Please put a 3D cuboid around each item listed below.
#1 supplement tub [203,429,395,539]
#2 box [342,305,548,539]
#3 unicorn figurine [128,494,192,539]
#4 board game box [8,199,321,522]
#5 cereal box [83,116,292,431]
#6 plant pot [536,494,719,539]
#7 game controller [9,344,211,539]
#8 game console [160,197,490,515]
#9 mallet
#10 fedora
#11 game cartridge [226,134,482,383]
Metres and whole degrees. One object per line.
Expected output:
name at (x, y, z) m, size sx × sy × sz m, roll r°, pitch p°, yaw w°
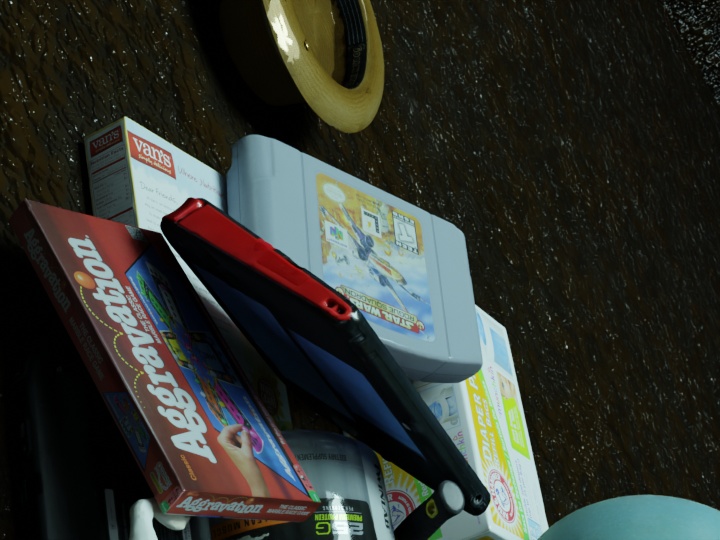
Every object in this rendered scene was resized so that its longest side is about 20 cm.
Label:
supplement tub at (-0.032, 0.199, 0.861) m, size 0.122 × 0.122 × 0.201 m, roll 32°, pitch 40°, yaw -54°
box at (0.057, 0.127, 1.152) m, size 0.112 × 0.101 × 0.201 m, roll 35°, pitch 38°, yaw -51°
unicorn figurine at (-0.097, 0.163, 0.713) m, size 0.200 × 0.074 × 0.137 m, roll 34°, pitch 18°, yaw 3°
board game box at (-0.103, 0.045, 0.822) m, size 0.103 × 0.019 × 0.200 m, roll 13°, pitch 35°, yaw -50°
cereal box at (-0.104, 0.020, 0.977) m, size 0.144 × 0.039 × 0.201 m, roll 31°, pitch 41°, yaw -53°
plant pot at (0.190, 0.267, 1.030) m, size 0.201 × 0.199 × 0.135 m, roll 61°, pitch 17°, yaw -13°
game controller at (-0.124, 0.132, 0.808) m, size 0.104 × 0.042 × 0.201 m, roll 17°, pitch 53°, yaw -43°
game console at (-0.021, 0.049, 0.893) m, size 0.177 × 0.031 × 0.200 m, roll 35°, pitch -14°, yaw 45°
mallet at (0.019, 0.179, 0.938) m, size 0.041 × 0.200 × 0.066 m, roll -9°, pitch 73°, yaw -26°
fedora at (-0.055, -0.194, 1.234) m, size 0.201 × 0.081 × 0.201 m, roll 43°, pitch 38°, yaw -46°
game cartridge at (0.000, 0.000, 1.053) m, size 0.199 × 0.042 × 0.134 m, roll 23°, pitch 41°, yaw -34°
